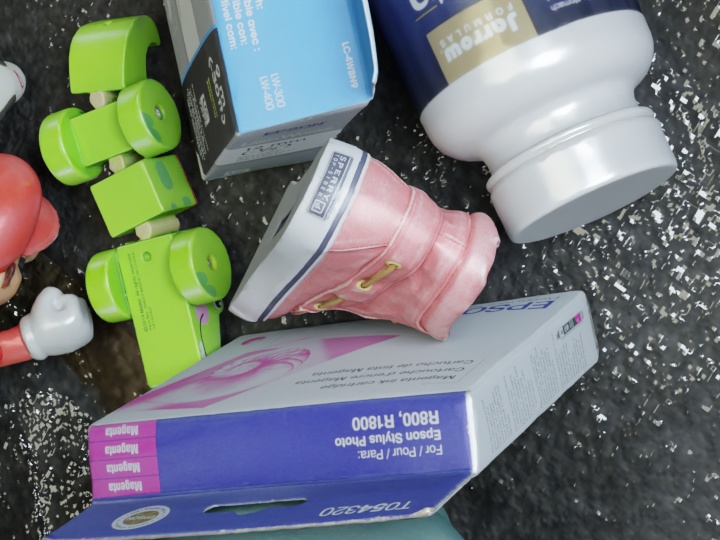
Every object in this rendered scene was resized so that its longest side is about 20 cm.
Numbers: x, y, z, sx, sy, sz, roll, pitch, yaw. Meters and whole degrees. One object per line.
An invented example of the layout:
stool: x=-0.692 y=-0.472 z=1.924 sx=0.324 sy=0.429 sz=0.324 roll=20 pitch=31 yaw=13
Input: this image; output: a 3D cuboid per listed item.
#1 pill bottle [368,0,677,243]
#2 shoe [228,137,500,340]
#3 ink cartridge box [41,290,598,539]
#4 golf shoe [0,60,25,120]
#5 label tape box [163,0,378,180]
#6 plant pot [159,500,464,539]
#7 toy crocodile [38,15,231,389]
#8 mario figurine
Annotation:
pill bottle: x=0.064 y=-0.118 z=0.985 sx=0.111 sy=0.111 sz=0.200 roll=-29 pitch=78 yaw=26
shoe: x=0.000 y=0.000 z=1.013 sx=0.091 sy=0.200 sz=0.072 roll=27 pitch=75 yaw=-6
ink cartridge box: x=-0.017 y=0.064 z=0.986 sx=0.196 sy=0.200 sz=0.043 roll=-8 pitch=101 yaw=28
golf shoe: x=-0.272 y=-0.069 z=1.180 sx=0.200 sy=0.088 sz=0.077 roll=-13 pitch=95 yaw=25
label tape box: x=-0.048 y=-0.130 z=1.002 sx=0.066 sy=0.200 sz=0.143 roll=-11 pitch=85 yaw=-10
plant pot: x=-0.019 y=0.168 z=1.007 sx=0.200 sy=0.134 sz=0.200 roll=4 pitch=127 yaw=6
toy crocodile: x=-0.109 y=-0.033 z=1.117 sx=0.067 sy=0.062 sz=0.200 roll=-18 pitch=88 yaw=27
mario figurine: x=-0.210 y=0.025 z=1.175 sx=0.123 sy=0.106 sz=0.200 roll=20 pitch=117 yaw=-10
